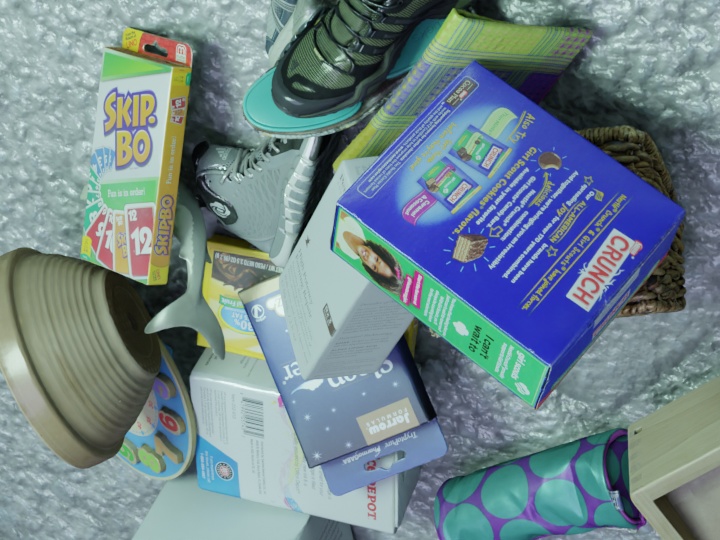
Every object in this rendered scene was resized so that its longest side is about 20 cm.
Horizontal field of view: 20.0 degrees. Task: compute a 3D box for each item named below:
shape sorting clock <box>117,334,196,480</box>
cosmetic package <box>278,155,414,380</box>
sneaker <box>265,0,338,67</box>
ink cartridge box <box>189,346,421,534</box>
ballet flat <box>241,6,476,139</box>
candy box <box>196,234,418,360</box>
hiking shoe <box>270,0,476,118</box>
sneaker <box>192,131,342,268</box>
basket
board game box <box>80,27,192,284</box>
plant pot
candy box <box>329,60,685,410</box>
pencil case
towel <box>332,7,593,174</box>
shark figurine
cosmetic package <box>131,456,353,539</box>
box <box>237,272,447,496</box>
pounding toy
[{"bbox_3d":[-0.223,0.107,1.904,0.200,0.039,0.201,35,139,37],"label":"shape sorting clock"},{"bbox_3d":[0.000,0.000,1.623,0.074,0.102,0.200,-6,153,-21],"label":"cosmetic package"},{"bbox_3d":[-0.038,-0.232,1.588,0.087,0.077,0.200,61,153,21],"label":"sneaker"},{"bbox_3d":[-0.047,0.144,1.866,0.199,0.085,0.145,12,130,16],"label":"ink cartridge box"},{"bbox_3d":[0.005,-0.152,1.598,0.199,0.072,0.072,-23,117,11],"label":"ballet flat"},{"bbox_3d":[-0.046,0.037,1.801,0.199,0.026,0.103,12,111,15],"label":"candy box"},{"bbox_3d":[0.004,-0.198,1.517,0.076,0.200,0.101,50,-179,29],"label":"hiking shoe"},{"bbox_3d":[-0.085,-0.094,1.705,0.115,0.075,0.201,25,133,7],"label":"sneaker"},{"bbox_3d":[0.155,-0.031,1.627,0.199,0.143,0.150,-8,87,21],"label":"basket"},{"bbox_3d":[-0.187,-0.097,1.699,0.095,0.030,0.202,19,104,43],"label":"board game box"},{"bbox_3d":[-0.236,0.062,1.764,0.092,0.201,0.202,-24,116,11],"label":"plant pot"},{"bbox_3d":[0.106,-0.028,1.488,0.200,0.169,0.077,37,156,16],"label":"candy box"},{"bbox_3d":[0.165,0.208,1.822,0.199,0.085,0.093,-20,88,35],"label":"pencil case"},{"bbox_3d":[0.076,-0.131,1.585,0.143,0.023,0.200,0,146,-35],"label":"towel"},{"bbox_3d":[-0.151,-0.037,1.759,0.089,0.215,0.128,17,119,-48],"label":"shark figurine"},{"bbox_3d":[-0.106,0.304,1.961,0.165,0.168,0.201,4,127,21],"label":"cosmetic package"},{"bbox_3d":[-0.014,0.088,1.762,0.120,0.032,0.201,-23,91,17],"label":"box"},{"bbox_3d":[0.332,0.187,1.720,0.183,0.143,0.200,-31,113,23],"label":"pounding toy"}]
